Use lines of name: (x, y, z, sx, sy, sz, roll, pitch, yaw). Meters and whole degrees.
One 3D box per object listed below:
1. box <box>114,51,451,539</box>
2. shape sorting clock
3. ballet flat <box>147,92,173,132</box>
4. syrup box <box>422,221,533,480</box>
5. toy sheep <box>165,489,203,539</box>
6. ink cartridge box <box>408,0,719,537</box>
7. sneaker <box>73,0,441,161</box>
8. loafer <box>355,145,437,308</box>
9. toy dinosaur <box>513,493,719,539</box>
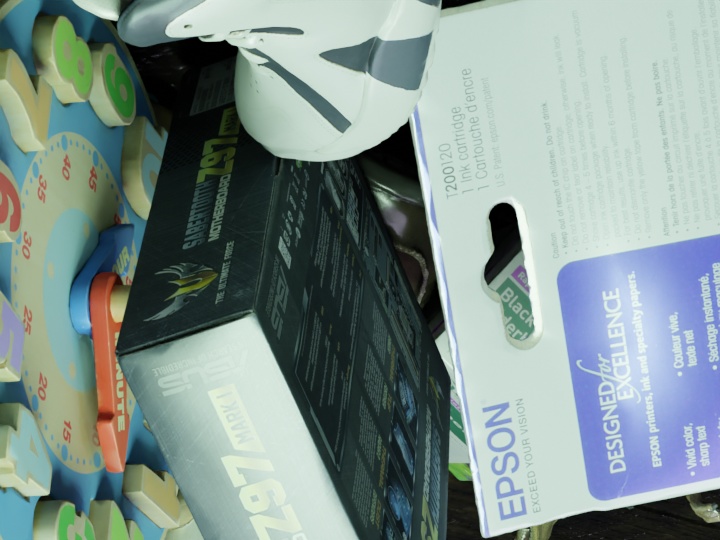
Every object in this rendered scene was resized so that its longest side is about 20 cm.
box: (-0.019, 0.034, 0.858, 0.051, 0.158, 0.200, -18, -152, 13)
shape sorting clock: (-0.088, 0.010, 0.809, 0.039, 0.201, 0.200, -3, 167, 12)
ballet flat: (-0.107, -0.005, 0.993, 0.068, 0.063, 0.200, -8, 164, -15)
syrup box: (0.061, 0.037, 1.115, 0.081, 0.079, 0.200, -46, -176, -9)
toy sheep: (-0.088, 0.107, 0.971, 0.199, 0.139, 0.138, 3, 174, 32)
ink cartridge box: (0.120, -0.020, 0.910, 0.199, 0.199, 0.043, -11, -159, -4)
sneaker: (-0.038, -0.090, 0.727, 0.129, 0.080, 0.199, -5, 163, -21)
loafer: (0.000, 0.000, 1.034, 0.073, 0.072, 0.200, 30, 169, 10)
toy dinosaur: (0.145, 0.052, 1.101, 0.200, 0.058, 0.101, -36, -151, -23)
